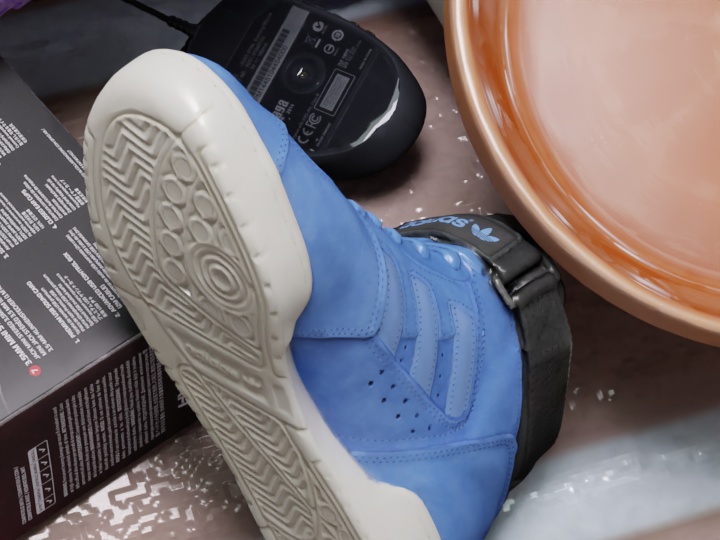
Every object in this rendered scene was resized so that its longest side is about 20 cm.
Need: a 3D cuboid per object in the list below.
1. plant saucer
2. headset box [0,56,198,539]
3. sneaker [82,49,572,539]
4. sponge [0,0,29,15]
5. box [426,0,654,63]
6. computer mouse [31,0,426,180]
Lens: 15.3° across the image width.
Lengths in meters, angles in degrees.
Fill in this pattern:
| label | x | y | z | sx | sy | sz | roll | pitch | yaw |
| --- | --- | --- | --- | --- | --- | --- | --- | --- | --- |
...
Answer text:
| label | x | y | z | sx | sy | sz | roll | pitch | yaw |
| --- | --- | --- | --- | --- | --- | --- | --- | --- | --- |
| plant saucer | 0.123 | -0.071 | 0.819 | 0.200 | 0.032 | 0.201 | 3 | 75 | -9 |
| headset box | -0.167 | 0.027 | 0.821 | 0.200 | 0.077 | 0.149 | -34 | 64 | -21 |
| sneaker | -0.001 | 0.000 | 0.785 | 0.077 | 0.200 | 0.111 | 7 | 42 | 45 |
| sponge | -0.099 | -0.153 | 0.826 | 0.200 | 0.030 | 0.112 | -35 | 84 | -3 |
| box | 0.033 | -0.157 | 0.879 | 0.082 | 0.068 | 0.200 | -31 | 82 | -16 |
| computer mouse | -0.066 | -0.081 | 0.926 | 0.200 | 0.034 | 0.059 | 26 | 77 | 20 |
